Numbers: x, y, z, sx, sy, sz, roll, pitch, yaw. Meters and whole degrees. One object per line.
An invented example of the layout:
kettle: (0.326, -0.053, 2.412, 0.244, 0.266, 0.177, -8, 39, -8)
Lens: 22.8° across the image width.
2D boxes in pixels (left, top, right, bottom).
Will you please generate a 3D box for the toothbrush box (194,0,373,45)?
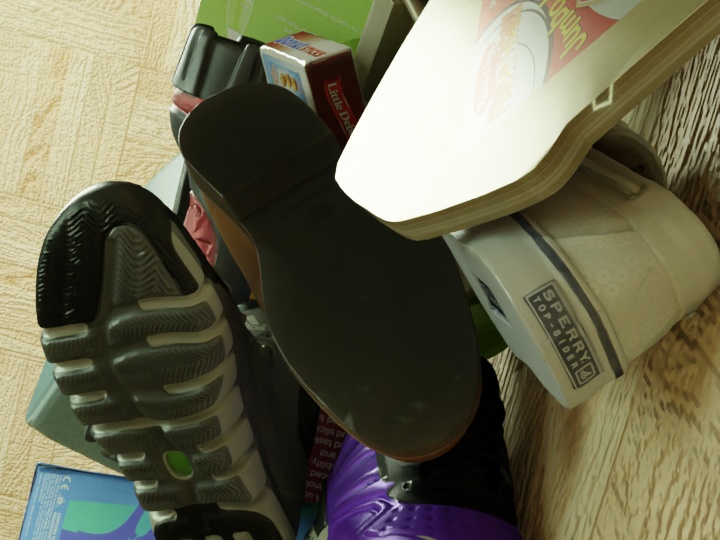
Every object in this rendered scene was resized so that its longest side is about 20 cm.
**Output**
toothbrush box: (0.009, -0.143, 0.846, 0.086, 0.145, 0.201, -19, -48, -51)

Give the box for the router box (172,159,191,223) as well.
router box: (-0.046, 0.027, 1.023, 0.062, 0.149, 0.201, -176, 99, -81)

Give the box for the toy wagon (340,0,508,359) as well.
toy wagon: (0.039, -0.066, 0.716, 0.156, 0.039, 0.200, 65, 152, 28)

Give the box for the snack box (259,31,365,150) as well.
snack box: (0.000, 0.000, 0.767, 0.072, 0.024, 0.201, -143, 37, -68)

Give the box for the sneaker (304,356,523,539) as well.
sneaker: (0.024, 0.077, 0.655, 0.200, 0.069, 0.100, -169, 98, -79)

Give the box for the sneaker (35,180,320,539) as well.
sneaker: (-0.066, 0.030, 0.729, 0.116, 0.075, 0.201, -70, -30, -52)

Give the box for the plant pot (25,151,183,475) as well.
plant pot: (-0.071, 0.020, 1.150, 0.201, 0.196, 0.196, -57, 13, 21)

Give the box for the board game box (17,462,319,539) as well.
board game box: (-0.073, 0.175, 0.800, 0.045, 0.199, 0.153, 37, -118, -58)

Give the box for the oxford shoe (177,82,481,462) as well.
oxford shoe: (-0.006, 0.008, 0.671, 0.200, 0.071, 0.072, -122, 11, -46)

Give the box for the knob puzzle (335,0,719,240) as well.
knob puzzle: (0.066, -0.079, 0.540, 0.220, 0.030, 0.220, -45, 22, 23)

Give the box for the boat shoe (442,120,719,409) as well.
boat shoe: (0.064, -0.016, 0.566, 0.071, 0.070, 0.200, 60, 180, -12)

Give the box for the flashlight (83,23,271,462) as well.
flashlight: (-0.077, -0.009, 0.820, 0.068, 0.068, 0.201, 27, 101, 45)

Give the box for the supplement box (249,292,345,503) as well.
supplement box: (-0.035, 0.096, 0.916, 0.131, 0.103, 0.201, -33, -43, -85)
